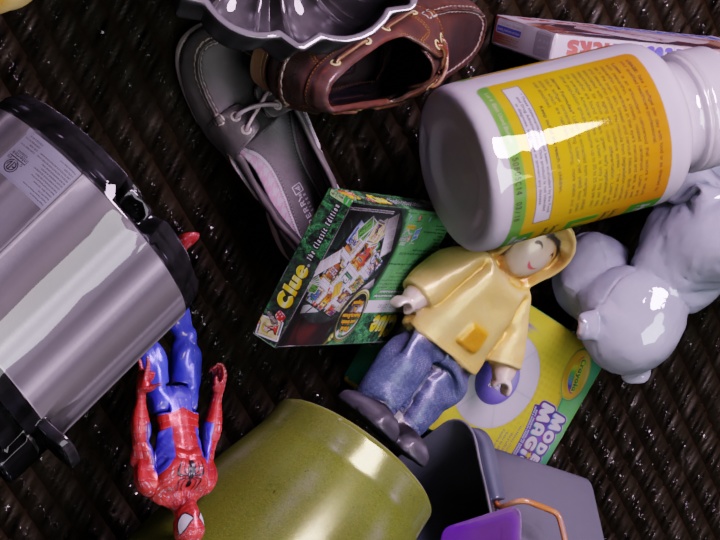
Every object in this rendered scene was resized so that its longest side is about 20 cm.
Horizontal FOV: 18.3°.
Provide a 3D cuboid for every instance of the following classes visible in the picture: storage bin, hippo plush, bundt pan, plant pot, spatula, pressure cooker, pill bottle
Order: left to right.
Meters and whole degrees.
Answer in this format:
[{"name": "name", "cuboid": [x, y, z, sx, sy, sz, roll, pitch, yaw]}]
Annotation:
[{"name": "pressure cooker", "cuboid": [-0.219, 0.017, 1.312, 0.200, 0.176, 0.179, -46, 121, -16]}, {"name": "plant pot", "cuboid": [-0.056, 0.197, 1.486, 0.193, 0.200, 0.201, -53, 127, -21]}, {"name": "bundt pan", "cuboid": [-0.050, -0.217, 1.362, 0.201, 0.076, 0.203, 5, 74, -16]}, {"name": "spatula", "cuboid": [0.034, 0.216, 1.523, 0.021, 0.200, 0.057, 27, 48, -30]}, {"name": "storage bin", "cuboid": [0.111, 0.215, 1.565, 0.134, 0.201, 0.145, 13, 141, -35]}, {"name": "pill bottle", "cuboid": [0.149, -0.088, 1.477, 0.199, 0.111, 0.112, -15, 114, -21]}, {"name": "hippo plush", "cuboid": [0.230, 0.008, 1.606, 0.161, 0.200, 0.159, -49, 135, 12]}]

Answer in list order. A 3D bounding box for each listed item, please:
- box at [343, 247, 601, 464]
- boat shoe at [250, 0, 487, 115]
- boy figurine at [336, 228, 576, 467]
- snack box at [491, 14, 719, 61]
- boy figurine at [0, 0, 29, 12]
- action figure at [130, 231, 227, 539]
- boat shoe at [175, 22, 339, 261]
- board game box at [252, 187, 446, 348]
[{"name": "box", "cuboid": [0.094, 0.075, 1.613, 0.200, 0.048, 0.118, 31, 89, -38]}, {"name": "boat shoe", "cuboid": [0.020, -0.136, 1.452, 0.200, 0.070, 0.071, -22, 127, -43]}, {"name": "boy figurine", "cuboid": [0.076, 0.037, 1.522, 0.200, 0.064, 0.124, -49, 124, -8]}, {"name": "snack box", "cuboid": [0.193, -0.156, 1.580, 0.199, 0.072, 0.024, 1, 104, -33]}, {"name": "boy figurine", "cuboid": [-0.201, -0.181, 1.268, 0.124, 0.199, 0.065, -56, 134, -59]}, {"name": "action figure", "cuboid": [-0.119, 0.075, 1.418, 0.065, 0.052, 0.201, 2, 77, -37]}, {"name": "boat shoe", "cuboid": [-0.052, -0.076, 1.459, 0.067, 0.057, 0.200, -39, 123, -16]}, {"name": "board game box", "cuboid": [0.000, 0.000, 1.450, 0.105, 0.023, 0.200, -64, 161, 8]}]
